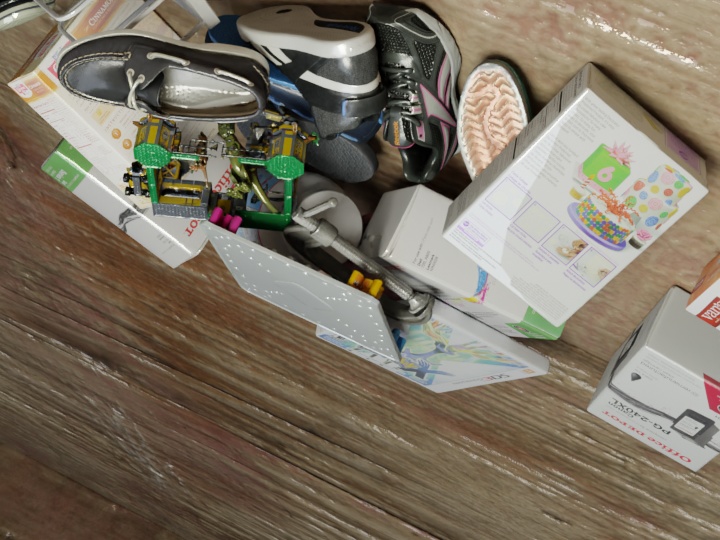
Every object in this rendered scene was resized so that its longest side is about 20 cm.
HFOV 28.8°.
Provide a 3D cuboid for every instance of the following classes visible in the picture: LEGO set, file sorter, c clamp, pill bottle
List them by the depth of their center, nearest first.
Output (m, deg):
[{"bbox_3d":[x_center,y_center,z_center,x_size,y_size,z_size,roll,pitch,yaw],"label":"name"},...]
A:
[{"bbox_3d":[-0.255,-0.290,1.328,0.200,0.124,0.139,53,173,-36],"label":"file sorter"},{"bbox_3d":[0.000,0.000,1.383,0.200,0.027,0.170,38,161,-24],"label":"c clamp"},{"bbox_3d":[-0.134,-0.127,1.411,0.198,0.117,0.154,0,145,7],"label":"LEGO set"},{"bbox_3d":[-0.073,-0.057,1.546,0.109,0.109,0.200,43,170,-23],"label":"pill bottle"}]

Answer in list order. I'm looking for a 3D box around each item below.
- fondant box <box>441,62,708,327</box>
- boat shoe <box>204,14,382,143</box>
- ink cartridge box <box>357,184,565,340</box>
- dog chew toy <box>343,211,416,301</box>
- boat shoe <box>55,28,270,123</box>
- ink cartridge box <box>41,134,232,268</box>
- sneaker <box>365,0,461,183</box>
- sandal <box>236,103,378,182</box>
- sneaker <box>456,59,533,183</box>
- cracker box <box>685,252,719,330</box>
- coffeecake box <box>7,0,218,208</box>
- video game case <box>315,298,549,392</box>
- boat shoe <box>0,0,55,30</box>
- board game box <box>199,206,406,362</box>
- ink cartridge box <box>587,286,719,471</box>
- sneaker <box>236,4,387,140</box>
[{"bbox_3d":[0.190,-0.064,1.260,0.144,0.058,0.200,37,122,-12],"label":"fondant box"},{"bbox_3d":[-0.072,-0.182,1.413,0.199,0.084,0.069,33,143,4],"label":"boat shoe"},{"bbox_3d":[0.109,-0.007,1.446,0.199,0.085,0.145,26,173,-13],"label":"ink cartridge box"},{"bbox_3d":[0.052,0.021,1.604,0.124,0.125,0.200,4,151,44],"label":"dog chew toy"},{"bbox_3d":[-0.182,-0.171,1.290,0.198,0.061,0.074,6,131,-8],"label":"boat shoe"},{"bbox_3d":[-0.246,-0.120,1.641,0.200,0.147,0.084,39,154,-13],"label":"ink cartridge box"},{"bbox_3d":[0.051,-0.160,1.317,0.080,0.087,0.201,10,146,34],"label":"sneaker"},{"bbox_3d":[-0.057,-0.151,1.513,0.199,0.043,0.076,24,148,37],"label":"sandal"},{"bbox_3d":[0.141,-0.113,1.327,0.071,0.080,0.201,0,121,22],"label":"sneaker"},{"bbox_3d":[0.420,0.042,1.301,0.199,0.058,0.134,32,154,2],"label":"cracker box"},{"bbox_3d":[-0.251,-0.192,1.512,0.200,0.154,0.073,45,152,-25],"label":"coffeecake box"},{"bbox_3d":[0.080,0.086,1.569,0.199,0.022,0.182,28,152,-34],"label":"video game case"},{"bbox_3d":[-0.352,-0.296,1.447,0.074,0.200,0.063,-19,117,5],"label":"boat shoe"},{"bbox_3d":[-0.052,0.016,1.431,0.199,0.026,0.200,24,166,16],"label":"board game box"},{"bbox_3d":[0.345,0.121,1.490,0.144,0.084,0.200,29,154,5],"label":"ink cartridge box"},{"bbox_3d":[-0.050,-0.182,1.328,0.200,0.073,0.113,27,135,53],"label":"sneaker"}]
